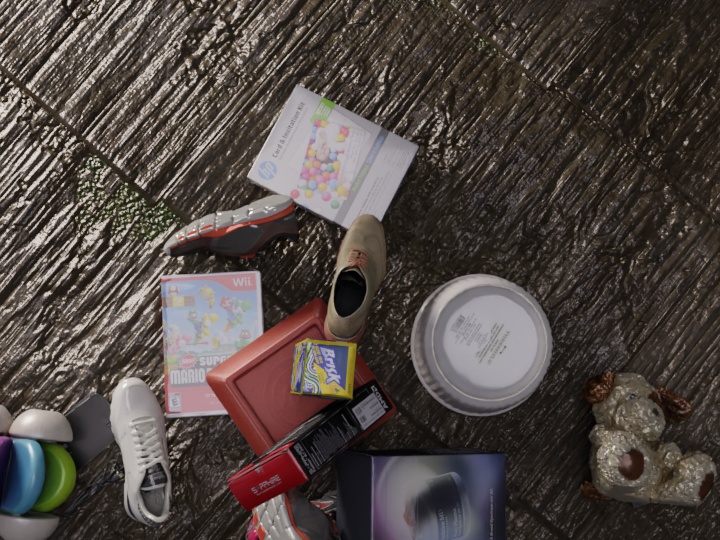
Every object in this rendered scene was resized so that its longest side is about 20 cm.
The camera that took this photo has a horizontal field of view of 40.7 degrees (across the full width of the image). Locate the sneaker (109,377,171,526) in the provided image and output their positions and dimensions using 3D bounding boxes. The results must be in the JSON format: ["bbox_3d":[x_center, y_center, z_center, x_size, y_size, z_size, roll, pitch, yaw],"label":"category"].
[{"bbox_3d":[-0.289,0.244,1.315,0.076,0.080,0.201,-10,88,-23],"label":"sneaker"}]

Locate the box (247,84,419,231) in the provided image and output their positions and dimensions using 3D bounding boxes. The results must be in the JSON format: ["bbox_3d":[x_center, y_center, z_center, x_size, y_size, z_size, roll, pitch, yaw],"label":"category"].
[{"bbox_3d":[-0.038,-0.153,1.394,0.200,0.041,0.156,28,84,3],"label":"box"}]

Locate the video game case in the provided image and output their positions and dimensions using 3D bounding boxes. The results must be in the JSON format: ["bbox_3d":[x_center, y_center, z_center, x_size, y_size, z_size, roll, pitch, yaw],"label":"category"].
[{"bbox_3d":[-0.207,0.104,1.372,0.142,0.017,0.201,-3,83,-1],"label":"video game case"}]

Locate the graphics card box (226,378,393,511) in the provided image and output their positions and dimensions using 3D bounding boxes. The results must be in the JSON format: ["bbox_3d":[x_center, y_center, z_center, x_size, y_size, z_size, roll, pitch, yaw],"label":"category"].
[{"bbox_3d":[-0.060,0.216,1.214,0.125,0.200,0.051,-35,89,37],"label":"graphics card box"}]

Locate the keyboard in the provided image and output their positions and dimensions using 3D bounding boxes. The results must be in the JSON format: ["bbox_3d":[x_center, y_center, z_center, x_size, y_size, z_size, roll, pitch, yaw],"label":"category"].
[{"bbox_3d":[-0.406,0.274,1.349,0.200,0.021,0.127,-38,80,-4],"label":"keyboard"}]

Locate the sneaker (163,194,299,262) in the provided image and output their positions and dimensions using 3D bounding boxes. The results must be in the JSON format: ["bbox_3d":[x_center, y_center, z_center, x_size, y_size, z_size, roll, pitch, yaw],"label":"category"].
[{"bbox_3d":[-0.178,-0.040,1.363,0.199,0.077,0.082,-16,111,10],"label":"sneaker"}]

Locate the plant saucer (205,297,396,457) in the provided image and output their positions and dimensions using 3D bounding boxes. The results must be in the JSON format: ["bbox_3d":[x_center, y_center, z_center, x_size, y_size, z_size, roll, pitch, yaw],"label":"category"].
[{"bbox_3d":[-0.081,0.171,1.346,0.199,0.037,0.200,-34,88,-9],"label":"plant saucer"}]

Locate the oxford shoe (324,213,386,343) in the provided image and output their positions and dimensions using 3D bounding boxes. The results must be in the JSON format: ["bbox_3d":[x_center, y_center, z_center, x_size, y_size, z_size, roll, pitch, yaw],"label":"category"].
[{"bbox_3d":[0.000,0.000,1.298,0.070,0.075,0.201,10,60,0],"label":"oxford shoe"}]

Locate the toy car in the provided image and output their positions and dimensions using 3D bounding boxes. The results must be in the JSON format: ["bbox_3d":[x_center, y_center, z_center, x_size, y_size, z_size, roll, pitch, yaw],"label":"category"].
[{"bbox_3d":[-0.480,0.263,1.269,0.199,0.150,0.176,7,79,4],"label":"toy car"}]

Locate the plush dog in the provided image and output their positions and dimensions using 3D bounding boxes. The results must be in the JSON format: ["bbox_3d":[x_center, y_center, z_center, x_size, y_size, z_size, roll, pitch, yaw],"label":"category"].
[{"bbox_3d":[0.369,0.225,1.327,0.199,0.160,0.172,18,67,-27],"label":"plush dog"}]

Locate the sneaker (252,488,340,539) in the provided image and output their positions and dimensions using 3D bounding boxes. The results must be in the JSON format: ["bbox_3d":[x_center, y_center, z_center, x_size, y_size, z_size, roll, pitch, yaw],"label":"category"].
[{"bbox_3d":[-0.075,0.333,1.249,0.077,0.082,0.200,-58,44,29],"label":"sneaker"}]

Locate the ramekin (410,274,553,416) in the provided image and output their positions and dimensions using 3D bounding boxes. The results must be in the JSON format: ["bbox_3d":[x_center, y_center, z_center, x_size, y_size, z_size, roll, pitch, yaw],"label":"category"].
[{"bbox_3d":[0.170,0.101,1.336,0.199,0.105,0.201,0,84,-1],"label":"ramekin"}]

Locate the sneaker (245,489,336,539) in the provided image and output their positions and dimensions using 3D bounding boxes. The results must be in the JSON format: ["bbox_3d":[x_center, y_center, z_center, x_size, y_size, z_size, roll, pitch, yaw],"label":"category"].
[{"bbox_3d":[-0.057,0.350,1.319,0.199,0.075,0.081,-16,84,-3],"label":"sneaker"}]

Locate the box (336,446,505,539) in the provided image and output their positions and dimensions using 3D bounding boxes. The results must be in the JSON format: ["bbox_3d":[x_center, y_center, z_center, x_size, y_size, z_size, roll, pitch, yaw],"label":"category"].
[{"bbox_3d":[0.079,0.336,1.268,0.198,0.123,0.201,3,83,-23],"label":"box"}]

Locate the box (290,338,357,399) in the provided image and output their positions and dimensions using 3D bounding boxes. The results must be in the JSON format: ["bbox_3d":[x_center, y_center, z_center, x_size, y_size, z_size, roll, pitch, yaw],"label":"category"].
[{"bbox_3d":[-0.050,0.127,1.235,0.064,0.200,0.070,6,83,-7],"label":"box"}]
